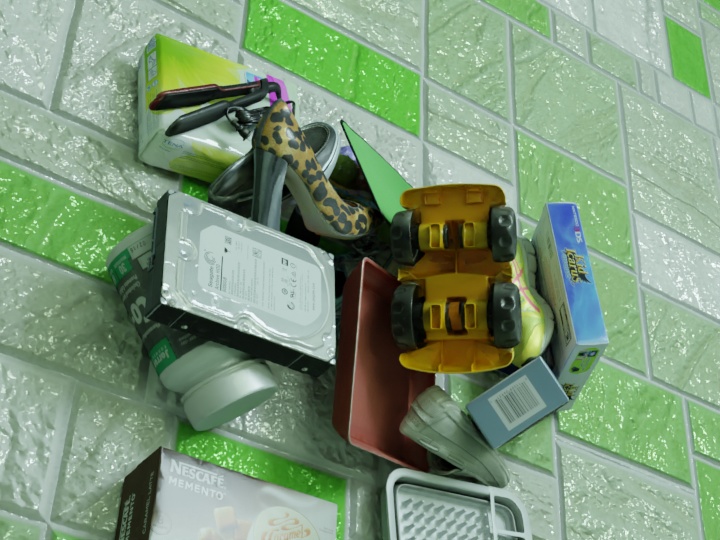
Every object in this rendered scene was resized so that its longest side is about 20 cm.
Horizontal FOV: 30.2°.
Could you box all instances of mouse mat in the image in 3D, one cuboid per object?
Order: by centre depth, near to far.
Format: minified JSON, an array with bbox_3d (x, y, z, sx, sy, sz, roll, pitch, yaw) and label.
[{"bbox_3d":[0.047,-0.079,1.562,0.200,0.008,0.161,37,24,-50],"label":"mouse mat"}]

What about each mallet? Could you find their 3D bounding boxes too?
[{"bbox_3d":[-0.029,-0.051,1.604,0.041,0.066,0.200,32,21,22],"label":"mallet"}]

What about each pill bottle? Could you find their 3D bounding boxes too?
[{"bbox_3d":[-0.168,0.053,1.354,0.113,0.113,0.200,-15,71,-45],"label":"pill bottle"}]

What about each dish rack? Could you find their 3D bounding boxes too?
[{"bbox_3d":[0.103,0.313,1.452,0.200,0.044,0.172,18,52,-31],"label":"dish rack"}]

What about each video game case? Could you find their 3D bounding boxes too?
[{"bbox_3d":[0.247,0.047,1.658,0.045,0.181,0.200,-1,59,-10],"label":"video game case"}]

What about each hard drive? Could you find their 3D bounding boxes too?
[{"bbox_3d":[-0.114,0.013,1.318,0.200,0.038,0.140,22,48,-28],"label":"hard drive"}]

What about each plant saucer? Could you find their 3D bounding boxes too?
[{"bbox_3d":[0.026,0.109,1.456,0.200,0.037,0.200,33,56,-57],"label":"plant saucer"}]

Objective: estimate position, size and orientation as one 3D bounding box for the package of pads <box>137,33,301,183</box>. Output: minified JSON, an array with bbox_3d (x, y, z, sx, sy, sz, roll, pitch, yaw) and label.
[{"bbox_3d":[-0.162,-0.172,1.550,0.200,0.068,0.155,16,51,-31],"label":"package of pads"}]

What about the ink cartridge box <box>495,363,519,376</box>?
[{"bbox_3d":[0.121,0.013,1.678,0.200,0.041,0.200,22,49,-27],"label":"ink cartridge box"}]

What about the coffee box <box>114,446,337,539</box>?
[{"bbox_3d":[-0.127,0.259,1.268,0.200,0.080,0.114,24,48,-26],"label":"coffee box"}]

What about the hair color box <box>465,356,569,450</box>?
[{"bbox_3d":[0.181,0.151,1.514,0.061,0.099,0.200,57,4,9],"label":"hair color box"}]

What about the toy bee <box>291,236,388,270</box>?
[{"bbox_3d":[-0.080,0.022,1.455,0.200,0.109,0.131,9,21,13],"label":"toy bee"}]

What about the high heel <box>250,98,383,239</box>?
[{"bbox_3d":[-0.037,-0.107,1.435,0.200,0.071,0.143,-1,99,-47],"label":"high heel"}]

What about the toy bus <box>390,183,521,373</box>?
[{"bbox_3d":[0.117,0.009,1.479,0.192,0.136,0.200,3,85,-75],"label":"toy bus"}]

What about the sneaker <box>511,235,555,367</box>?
[{"bbox_3d":[0.173,0.034,1.628,0.090,0.078,0.200,19,42,-30],"label":"sneaker"}]

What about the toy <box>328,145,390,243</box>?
[{"bbox_3d":[-0.003,-0.109,1.600,0.115,0.047,0.200,8,35,-39],"label":"toy"}]

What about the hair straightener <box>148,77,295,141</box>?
[{"bbox_3d":[-0.142,-0.173,1.495,0.200,0.041,0.077,-16,71,-50],"label":"hair straightener"}]

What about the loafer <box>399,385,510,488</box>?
[{"bbox_3d":[0.106,0.199,1.495,0.200,0.070,0.070,48,2,-42],"label":"loafer"}]

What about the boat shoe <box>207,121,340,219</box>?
[{"bbox_3d":[-0.090,-0.111,1.463,0.072,0.071,0.200,30,55,22],"label":"boat shoe"}]

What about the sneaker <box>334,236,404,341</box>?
[{"bbox_3d":[0.000,0.000,1.561,0.086,0.078,0.200,33,45,-13],"label":"sneaker"}]
